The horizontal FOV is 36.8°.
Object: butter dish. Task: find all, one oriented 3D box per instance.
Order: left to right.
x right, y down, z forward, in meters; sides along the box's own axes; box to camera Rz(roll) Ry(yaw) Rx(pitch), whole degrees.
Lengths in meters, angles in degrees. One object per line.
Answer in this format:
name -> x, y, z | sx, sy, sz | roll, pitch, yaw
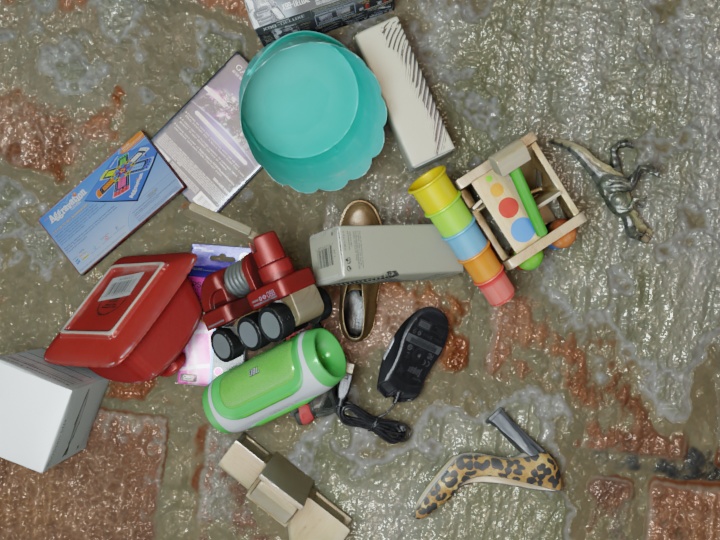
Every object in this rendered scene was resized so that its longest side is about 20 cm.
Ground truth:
butter dish -> -0.296, 0.086, 1.479 | 0.148, 0.199, 0.200 | 52, 54, -31

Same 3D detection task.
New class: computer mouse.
computer mouse -> 0.035, 0.133, 1.510 | 0.139, 0.046, 0.202 | 19, 94, -30

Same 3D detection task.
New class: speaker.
speaker -> -0.117, 0.150, 1.453 | 0.199, 0.088, 0.089 | -28, 89, 27

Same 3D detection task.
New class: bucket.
bucket -> -0.071, -0.219, 1.457 | 0.205, 0.135, 0.210 | -5, 112, -12

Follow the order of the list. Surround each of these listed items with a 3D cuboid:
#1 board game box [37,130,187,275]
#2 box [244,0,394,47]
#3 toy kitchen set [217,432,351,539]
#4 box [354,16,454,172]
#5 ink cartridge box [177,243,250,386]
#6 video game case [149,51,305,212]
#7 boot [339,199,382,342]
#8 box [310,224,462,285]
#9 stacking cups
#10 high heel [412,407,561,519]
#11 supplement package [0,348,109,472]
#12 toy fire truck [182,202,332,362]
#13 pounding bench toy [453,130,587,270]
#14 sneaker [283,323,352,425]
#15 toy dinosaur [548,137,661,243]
board game box -> -0.354, -0.096, 1.544 | 0.199, 0.019, 0.103 | -39, 90, 7
box -> -0.052, -0.364, 1.476 | 0.198, 0.158, 0.050 | -18, 90, 2
toy kitchen set -> -0.142, 0.359, 1.475 | 0.199, 0.163, 0.181 | 38, 91, 2
box -> 0.060, -0.243, 1.511 | 0.068, 0.082, 0.202 | -24, 91, 0
ink cartridge box -> -0.205, 0.065, 1.542 | 0.093, 0.037, 0.203 | 4, 88, 1
video game case -> -0.196, -0.191, 1.549 | 0.200, 0.019, 0.143 | -45, 89, 0
boot -> 0.000, 0.000, 1.516 | 0.073, 0.075, 0.203 | 1, 89, 4
box -> 0.036, -0.022, 1.456 | 0.198, 0.082, 0.069 | -2, 82, -32
stacking cups -> 0.138, -0.039, 1.435 | 0.060, 0.061, 0.201 | -33, 104, 1
high heel -> 0.179, 0.309, 1.509 | 0.200, 0.071, 0.143 | -44, 83, -8
supplement package -> -0.432, 0.184, 1.464 | 0.116, 0.200, 0.118 | 21, 91, 2
toy fire truck -> -0.159, 0.004, 1.410 | 0.128, 0.175, 0.202 | -23, 89, -43
pounding bench toy -> 0.217, -0.085, 1.446 | 0.124, 0.200, 0.157 | -32, 88, 1
sneaker -> -0.062, 0.112, 1.519 | 0.097, 0.071, 0.203 | -8, 92, 2
toy dinosaur -> 0.362, -0.134, 1.522 | 0.088, 0.047, 0.201 | -39, 86, 8
